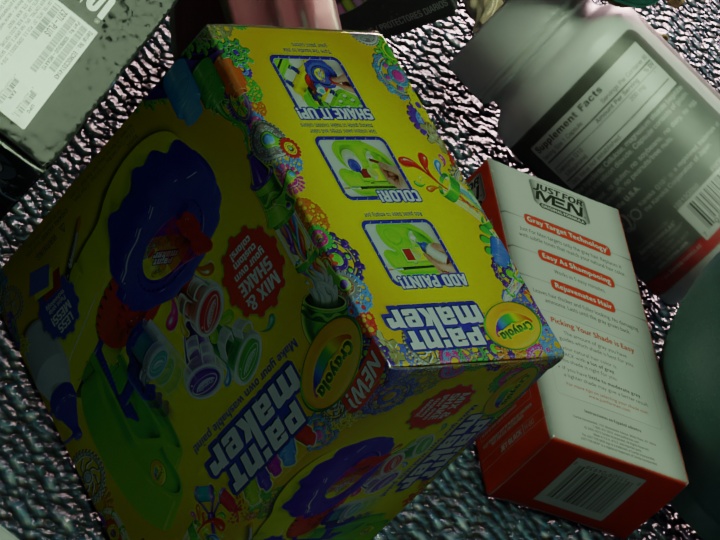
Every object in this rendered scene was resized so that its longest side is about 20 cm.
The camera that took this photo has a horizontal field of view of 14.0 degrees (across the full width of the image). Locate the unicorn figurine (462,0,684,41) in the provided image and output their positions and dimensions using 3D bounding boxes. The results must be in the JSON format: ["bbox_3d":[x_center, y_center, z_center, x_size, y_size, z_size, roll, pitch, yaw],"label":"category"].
[{"bbox_3d":[0.143,-0.194,1.894,0.199,0.074,0.138,-6,48,-42],"label":"unicorn figurine"}]

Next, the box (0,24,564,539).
[{"bbox_3d":[-0.043,0.023,1.369,0.122,0.200,0.193,-2,54,-47],"label":"box"}]

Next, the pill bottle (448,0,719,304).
[{"bbox_3d":[0.155,-0.087,1.764,0.200,0.114,0.114,45,34,1],"label":"pill bottle"}]

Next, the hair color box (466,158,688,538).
[{"bbox_3d":[0.109,0.042,1.628,0.101,0.061,0.201,20,42,-31],"label":"hair color box"}]

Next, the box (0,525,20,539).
[{"bbox_3d":[-0.245,0.113,1.209,0.200,0.041,0.156,38,35,-8],"label":"box"}]

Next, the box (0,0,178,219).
[{"bbox_3d":[-0.145,-0.123,1.381,0.086,0.164,0.200,38,66,-8],"label":"box"}]

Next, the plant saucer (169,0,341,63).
[{"bbox_3d":[-0.056,-0.103,1.518,0.051,0.201,0.201,-10,56,-16],"label":"plant saucer"}]

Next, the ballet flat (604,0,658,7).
[{"bbox_3d":[0.101,-0.207,1.687,0.199,0.068,0.072,13,33,-40],"label":"ballet flat"}]

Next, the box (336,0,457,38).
[{"bbox_3d":[-0.036,-0.229,1.643,0.200,0.122,0.106,57,24,-35],"label":"box"}]

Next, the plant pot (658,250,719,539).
[{"bbox_3d":[0.241,0.083,1.650,0.200,0.134,0.201,35,30,-23],"label":"plant pot"}]
